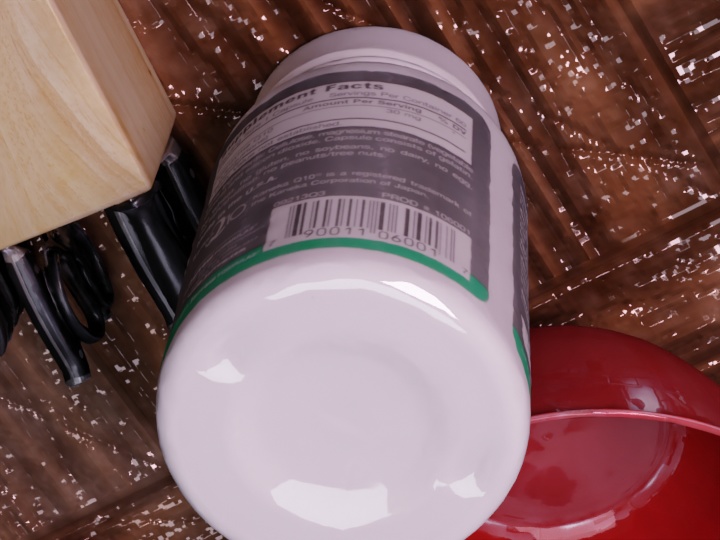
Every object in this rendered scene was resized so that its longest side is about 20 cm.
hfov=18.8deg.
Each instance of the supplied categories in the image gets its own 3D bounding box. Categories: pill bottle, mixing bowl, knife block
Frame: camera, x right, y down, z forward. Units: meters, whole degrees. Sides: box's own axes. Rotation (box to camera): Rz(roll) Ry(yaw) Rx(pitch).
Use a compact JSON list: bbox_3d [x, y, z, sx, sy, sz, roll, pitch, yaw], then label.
[{"bbox_3d":[0.000,0.000,0.720,0.113,0.200,0.113,2,118,3],"label":"pill bottle"},{"bbox_3d":[0.074,0.094,0.811,0.200,0.108,0.200,-1,128,-2],"label":"mixing bowl"},{"bbox_3d":[-0.101,-0.060,0.773,0.175,0.064,0.200,20,118,-7],"label":"knife block"}]
